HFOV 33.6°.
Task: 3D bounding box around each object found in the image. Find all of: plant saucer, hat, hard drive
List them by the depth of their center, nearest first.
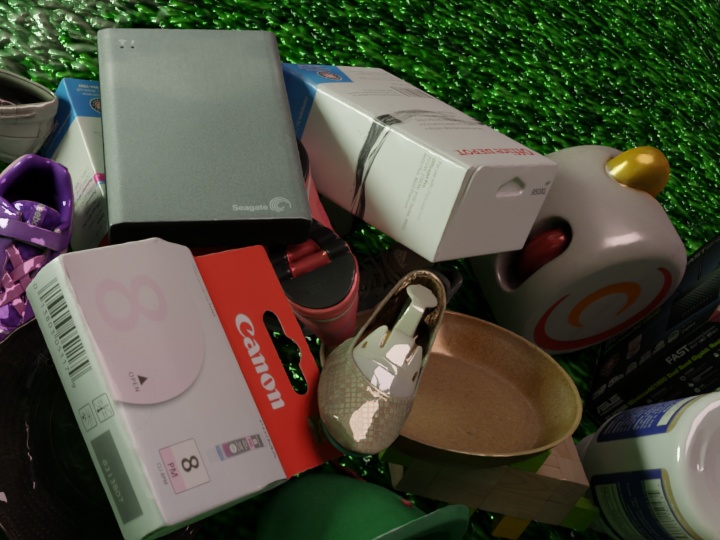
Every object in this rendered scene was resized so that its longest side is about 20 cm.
[{"bbox_3d":[-0.139,0.096,0.746,0.200,0.081,0.201,20,61,-41],"label":"hat"},{"bbox_3d":[-0.043,0.141,0.789,0.165,0.200,0.176,-22,64,-24],"label":"hat"},{"bbox_3d":[-0.119,-0.100,0.877,0.139,0.033,0.200,-2,52,-14],"label":"hard drive"},{"bbox_3d":[0.065,0.092,0.894,0.199,0.036,0.200,10,26,-5],"label":"plant saucer"}]

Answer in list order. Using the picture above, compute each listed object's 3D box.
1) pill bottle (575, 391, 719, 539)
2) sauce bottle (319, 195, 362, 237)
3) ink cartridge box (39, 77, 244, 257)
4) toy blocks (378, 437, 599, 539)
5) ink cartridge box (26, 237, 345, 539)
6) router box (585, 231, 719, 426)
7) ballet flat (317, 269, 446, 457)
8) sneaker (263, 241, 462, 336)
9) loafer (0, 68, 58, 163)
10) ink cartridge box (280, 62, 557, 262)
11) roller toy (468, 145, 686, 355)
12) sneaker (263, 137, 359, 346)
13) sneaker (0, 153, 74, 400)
[{"bbox_3d":[0.251,0.166,0.964,0.119,0.200,0.120,4,77,-18],"label":"pill bottle"},{"bbox_3d":[0.023,-0.085,1.117,0.066,0.066,0.200,48,40,5],"label":"sauce bottle"},{"bbox_3d":[-0.162,-0.046,0.910,0.116,0.067,0.200,1,55,-41],"label":"ink cartridge box"},{"bbox_3d":[0.093,0.126,0.972,0.199,0.100,0.137,16,34,-21],"label":"toy blocks"},{"bbox_3d":[-0.086,0.057,0.728,0.200,0.057,0.163,-15,76,-46],"label":"ink cartridge box"},{"bbox_3d":[0.310,0.056,1.129,0.062,0.200,0.150,39,38,-7],"label":"router box"},{"bbox_3d":[0.019,0.053,0.829,0.067,0.062,0.200,30,27,-2],"label":"ballet flat"},{"bbox_3d":[0.000,0.000,0.974,0.199,0.116,0.075,9,50,-37],"label":"sneaker"},{"bbox_3d":[-0.316,-0.139,0.855,0.199,0.070,0.070,16,46,-31],"label":"loafer"},{"bbox_3d":[0.036,-0.091,0.970,0.200,0.084,0.144,33,24,30],"label":"ink cartridge box"},{"bbox_3d":[0.196,-0.023,1.113,0.182,0.200,0.140,-16,60,-12],"label":"roller toy"},{"bbox_3d":[-0.055,-0.023,0.907,0.074,0.087,0.200,-21,53,-5],"label":"sneaker"},{"bbox_3d":[-0.232,-0.001,0.790,0.080,0.088,0.201,24,45,-27],"label":"sneaker"}]
